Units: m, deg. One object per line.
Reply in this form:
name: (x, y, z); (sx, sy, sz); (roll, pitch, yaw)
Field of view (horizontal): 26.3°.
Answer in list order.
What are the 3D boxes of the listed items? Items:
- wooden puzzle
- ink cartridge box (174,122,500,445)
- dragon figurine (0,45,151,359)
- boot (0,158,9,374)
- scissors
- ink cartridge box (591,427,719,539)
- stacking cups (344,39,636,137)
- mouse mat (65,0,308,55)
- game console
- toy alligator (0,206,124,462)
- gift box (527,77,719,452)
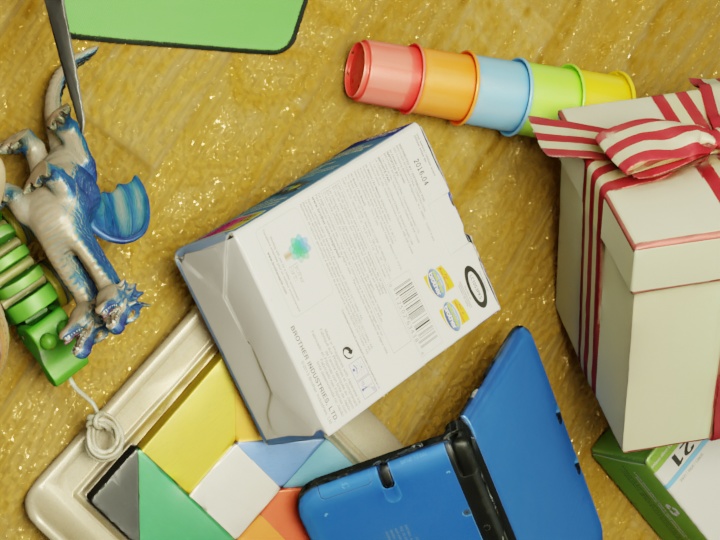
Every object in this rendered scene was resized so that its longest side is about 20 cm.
wooden puzzle: (-0.082, 0.133, 0.971); (0.185, 0.037, 0.200); (46, 73, -18)
ink cartridge box: (0.000, 0.000, 0.968); (0.199, 0.076, 0.138); (-33, 103, -35)
dragon figurine: (-0.162, -0.039, 0.896); (0.058, 0.201, 0.100); (-27, 126, 18)
boot: (-0.257, 0.037, 0.798); (0.072, 0.202, 0.166); (30, 41, 15)
scissors: (-0.183, -0.179, 0.873); (0.014, 0.072, 0.203); (-13, 104, -65)
ink cartridge box: (0.286, 0.150, 1.118); (0.148, 0.076, 0.200); (-46, 107, -17)
stacking cups: (0.087, -0.124, 1.034); (0.197, 0.060, 0.061); (10, 87, -23)
mouse mat: (-0.088, -0.214, 0.909); (0.159, 0.008, 0.201); (1, 133, -25)
game console: (0.067, 0.167, 1.027); (0.169, 0.119, 0.202); (-19, 117, 8)
toy alligator: (-0.190, 0.024, 0.895); (0.059, 0.054, 0.201); (-36, 96, -25)
gift box: (0.211, -0.022, 0.994); (0.182, 0.201, 0.189); (-11, 128, -11)
